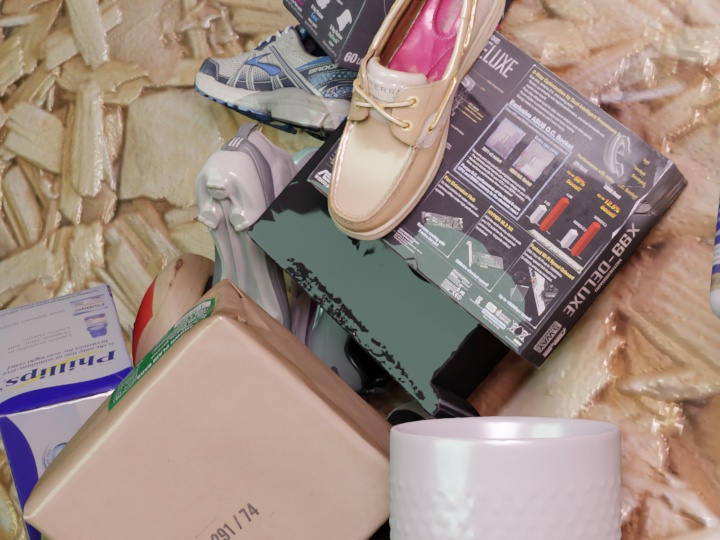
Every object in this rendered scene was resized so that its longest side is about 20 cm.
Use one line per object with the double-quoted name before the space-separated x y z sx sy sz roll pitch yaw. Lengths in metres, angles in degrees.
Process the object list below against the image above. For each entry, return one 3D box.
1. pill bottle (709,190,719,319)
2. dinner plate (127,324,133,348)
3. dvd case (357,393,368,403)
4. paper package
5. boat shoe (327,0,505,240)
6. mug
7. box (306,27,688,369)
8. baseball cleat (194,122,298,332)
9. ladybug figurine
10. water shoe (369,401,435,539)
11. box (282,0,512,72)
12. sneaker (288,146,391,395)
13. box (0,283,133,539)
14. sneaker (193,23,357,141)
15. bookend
"pill bottle" 0.262 -0.066 1.189 0.116 0.116 0.200 -2 81 54
"dinner plate" -0.163 0.141 1.744 0.200 0.024 0.200 167 90 -82
"dvd case" -0.066 0.182 1.588 0.200 0.018 0.143 -19 69 39
"paper package" -0.094 0.143 1.435 0.200 0.191 0.103 -46 12 10
"boat shoe" 0.026 -0.119 1.355 0.074 0.069 0.200 21 84 24
"mug" 0.090 0.186 1.363 0.200 0.147 0.176 -166 76 -85
"box" 0.087 -0.059 1.382 0.200 0.050 0.158 39 92 25
"baseball cleat" -0.072 -0.016 1.567 0.070 0.106 0.200 14 132 20
"ladybug figurine" -0.130 0.061 1.668 0.072 0.136 0.200 -28 14 15
"water shoe" 0.029 0.185 1.483 0.071 0.079 0.200 -30 58 47
"box" 0.049 -0.243 1.526 0.106 0.122 0.200 52 123 47
"sneaker" 0.000 0.000 1.584 0.140 0.078 0.200 -9 84 52
"box" -0.209 0.136 1.589 0.200 0.105 0.184 -120 17 -66
"sneaker" -0.056 -0.158 1.711 0.200 0.077 0.085 19 87 47
"bookend" 0.063 -0.029 1.463 0.199 0.092 0.200 43 96 26
